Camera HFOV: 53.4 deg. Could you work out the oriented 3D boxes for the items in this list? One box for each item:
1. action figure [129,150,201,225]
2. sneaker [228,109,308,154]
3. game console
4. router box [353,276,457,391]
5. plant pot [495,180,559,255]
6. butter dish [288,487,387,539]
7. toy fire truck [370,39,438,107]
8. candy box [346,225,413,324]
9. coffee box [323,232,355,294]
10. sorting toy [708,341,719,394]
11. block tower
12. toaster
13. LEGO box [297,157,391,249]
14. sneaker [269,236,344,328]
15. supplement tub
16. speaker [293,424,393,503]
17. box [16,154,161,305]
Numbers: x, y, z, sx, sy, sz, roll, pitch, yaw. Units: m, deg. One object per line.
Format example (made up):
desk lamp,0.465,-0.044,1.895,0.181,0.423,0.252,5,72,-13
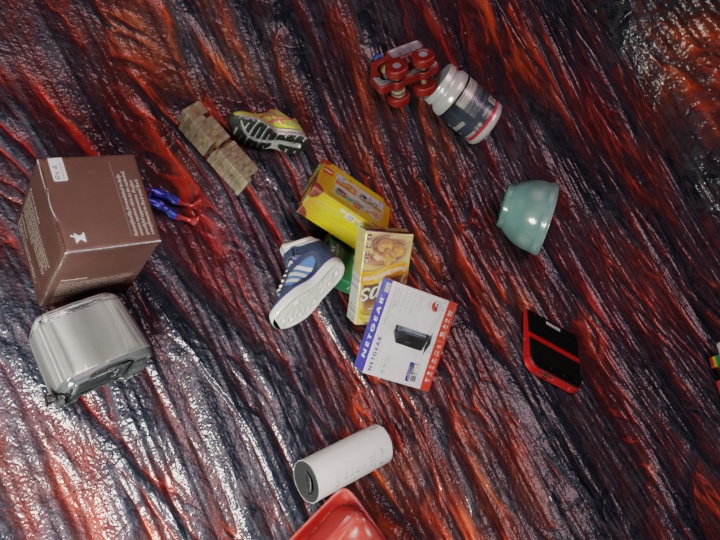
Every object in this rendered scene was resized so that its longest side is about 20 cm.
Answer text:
action figure,-0.395,-0.155,1.370,0.195,0.099,0.067,15,55,-27
sneaker,-0.214,-0.328,1.627,0.196,0.078,0.092,11,51,-39
game console,0.506,0.215,1.896,0.197,0.031,0.180,28,47,-23
router box,0.098,0.139,1.537,0.176,0.049,0.206,18,92,-28
plant pot,0.451,-0.161,1.972,0.131,0.203,0.203,18,49,7
butter dish,-0.015,0.508,1.230,0.199,0.148,0.201,-37,89,-31
toy fire truck,0.112,-0.553,1.963,0.196,0.114,0.169,-23,50,-11
candy box,0.042,0.012,1.543,0.112,0.055,0.206,2,104,-22
coffee box,0.000,0.000,1.616,0.196,0.044,0.126,23,53,-26
sorting toy,1.233,0.354,2.341,0.194,0.069,0.205,14,57,-31
block tower,-0.303,-0.261,1.526,0.201,0.054,0.058,50,47,-4
toaster,-0.446,0.127,1.159,0.197,0.114,0.131,-23,76,-40
LEGO box,-0.032,-0.141,1.612,0.197,0.078,0.150,32,31,-13
sneaker,-0.141,0.014,1.494,0.199,0.081,0.146,-42,53,-14
supplement tub,0.293,-0.474,2.043,0.198,0.140,0.142,36,48,-14
speaker,-0.031,0.364,1.361,0.197,0.081,0.083,-16,75,-41
box,-0.458,-0.067,1.197,0.161,0.199,0.170,-10,71,-40
